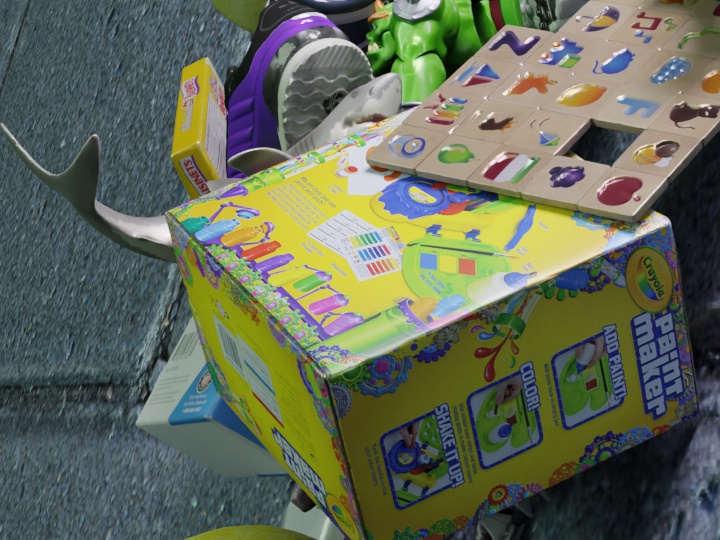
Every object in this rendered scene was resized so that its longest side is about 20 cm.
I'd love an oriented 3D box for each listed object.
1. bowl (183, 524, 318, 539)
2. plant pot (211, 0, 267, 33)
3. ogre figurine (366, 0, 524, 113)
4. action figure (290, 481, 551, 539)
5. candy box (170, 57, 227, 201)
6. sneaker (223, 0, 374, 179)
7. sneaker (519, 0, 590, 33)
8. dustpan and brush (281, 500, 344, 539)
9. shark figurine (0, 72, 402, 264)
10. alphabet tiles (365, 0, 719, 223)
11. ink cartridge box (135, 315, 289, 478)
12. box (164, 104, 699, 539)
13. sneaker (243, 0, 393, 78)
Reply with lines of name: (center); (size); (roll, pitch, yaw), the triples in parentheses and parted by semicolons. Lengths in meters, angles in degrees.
bowl: (-0.019, 0.213, 1.345); (0.108, 0.200, 0.200); (-37, 28, 8)
plant pot: (-0.038, -0.279, 1.816); (0.200, 0.200, 0.184); (-94, 20, -46)
ogre figurine: (0.056, -0.108, 1.419); (0.098, 0.200, 0.120); (-2, 92, 39)
action figure: (0.029, 0.120, 1.359); (0.069, 0.130, 0.200); (-45, 4, -28)
candy box: (-0.090, -0.067, 1.587); (0.026, 0.102, 0.200); (-26, 19, 8)
sneaker: (-0.048, -0.071, 1.416); (0.100, 0.070, 0.200); (53, 137, 43)
sneaker: (0.132, -0.162, 1.432); (0.200, 0.081, 0.075); (150, 105, -84)
dustpan and brush: (0.005, 0.145, 1.503); (0.140, 0.057, 0.200); (-82, 16, -47)
shark figurine: (-0.084, -0.040, 1.312); (0.090, 0.214, 0.128); (-137, 42, -56)
alphabet tiles: (0.125, -0.098, 1.251); (0.167, 0.008, 0.200); (14, 45, 38)
ink cartridge box: (-0.054, 0.035, 1.638); (0.200, 0.084, 0.145); (-63, 19, -16)
box: (0.035, 0.020, 1.231); (0.200, 0.192, 0.122); (43, 152, 54)
sneaker: (0.027, -0.165, 1.499); (0.070, 0.200, 0.109); (60, 150, 33)
